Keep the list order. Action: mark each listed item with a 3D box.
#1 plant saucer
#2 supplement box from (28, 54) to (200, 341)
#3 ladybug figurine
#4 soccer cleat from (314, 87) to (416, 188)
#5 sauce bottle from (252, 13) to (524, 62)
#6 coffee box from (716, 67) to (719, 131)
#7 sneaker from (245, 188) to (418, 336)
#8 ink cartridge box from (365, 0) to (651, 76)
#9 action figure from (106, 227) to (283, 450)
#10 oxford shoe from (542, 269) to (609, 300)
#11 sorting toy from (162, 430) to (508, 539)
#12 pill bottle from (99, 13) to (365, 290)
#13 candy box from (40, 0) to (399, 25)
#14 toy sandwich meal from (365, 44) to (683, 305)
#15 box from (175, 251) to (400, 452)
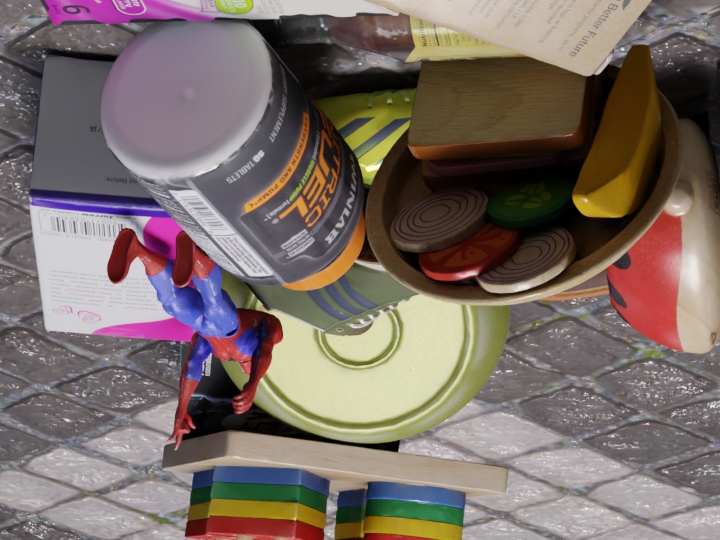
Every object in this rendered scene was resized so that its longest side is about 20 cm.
[{"bbox_3d":[-0.001,0.033,1.877,0.198,0.031,0.201,0,117,0],"label":"plant saucer"},{"bbox_3d":[-0.149,-0.041,1.798,0.100,0.104,0.200,4,154,-2],"label":"supplement box"},{"bbox_3d":[0.182,-0.019,1.734,0.071,0.137,0.200,-5,162,5],"label":"ladybug figurine"},{"bbox_3d":[0.052,-0.092,1.725,0.198,0.065,0.084,6,126,7],"label":"soccer cleat"},{"bbox_3d":[0.039,-0.148,1.583,0.198,0.066,0.066,0,155,20],"label":"sauce bottle"},{"bbox_3d":[0.243,-0.024,1.738,0.044,0.124,0.200,-4,155,9],"label":"coffee box"},{"bbox_3d":[0.000,0.000,1.773,0.199,0.067,0.090,9,135,38],"label":"sneaker"},{"bbox_3d":[0.091,-0.203,1.374,0.164,0.075,0.200,16,134,-25],"label":"ink cartridge box"},{"bbox_3d":[-0.098,0.050,1.758,0.065,0.100,0.200,5,165,20],"label":"action figure"},{"bbox_3d":[0.103,-0.028,1.804,0.198,0.072,0.073,7,161,-16],"label":"oxford shoe"},{"bbox_3d":[-0.024,0.163,2.005,0.198,0.070,0.199,9,171,-16],"label":"sorting toy"},{"bbox_3d":[-0.062,-0.059,1.641,0.105,0.107,0.200,-5,155,20],"label":"pill bottle"},{"bbox_3d":[-0.084,-0.189,1.516,0.198,0.061,0.137,-1,154,12],"label":"candy box"},{"bbox_3d":[0.086,-0.069,1.586,0.204,0.206,0.070,-6,136,22],"label":"toy sandwich meal"},{"bbox_3d":[-0.044,0.058,2.011,0.162,0.087,0.200,7,155,-3],"label":"box"}]
